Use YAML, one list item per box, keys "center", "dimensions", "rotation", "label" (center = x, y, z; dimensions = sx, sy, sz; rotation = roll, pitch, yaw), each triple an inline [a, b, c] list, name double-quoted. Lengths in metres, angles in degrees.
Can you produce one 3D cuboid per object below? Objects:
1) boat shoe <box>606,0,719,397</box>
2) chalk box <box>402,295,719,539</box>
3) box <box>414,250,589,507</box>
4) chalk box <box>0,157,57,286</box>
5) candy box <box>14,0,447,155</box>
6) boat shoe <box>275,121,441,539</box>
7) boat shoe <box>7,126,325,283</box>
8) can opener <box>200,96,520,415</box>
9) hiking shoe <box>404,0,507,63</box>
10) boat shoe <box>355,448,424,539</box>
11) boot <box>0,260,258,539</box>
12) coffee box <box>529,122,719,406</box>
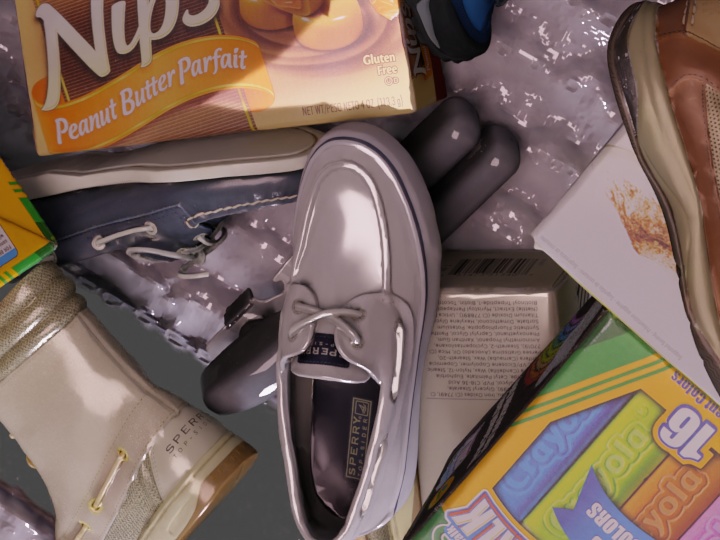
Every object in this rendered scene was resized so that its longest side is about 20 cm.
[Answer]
- center: [0.160, -0.015, 1.073]
  dimensions: [0.074, 0.076, 0.201]
  rotation: [-17, 102, 21]
  label: "boat shoe"
- center: [0.106, 0.107, 1.251]
  dimensions: [0.124, 0.125, 0.200]
  rotation: [39, 113, 0]
  label: "chalk box"
- center: [0.074, 0.094, 1.359]
  dimensions: [0.082, 0.068, 0.201]
  rotation: [1, 108, 18]
  label: "box"
- center: [-0.263, -0.007, 1.385]
  dimensions: [0.124, 0.124, 0.200]
  rotation: [55, 150, -3]
  label: "chalk box"
- center: [-0.066, -0.125, 1.335]
  dimensions: [0.199, 0.055, 0.116]
  rotation: [-5, 98, 20]
  label: "candy box"
- center: [-0.004, 0.034, 1.294]
  dimensions: [0.073, 0.065, 0.201]
  rotation: [3, 107, 22]
  label: "boat shoe"
- center: [-0.102, -0.030, 1.373]
  dimensions: [0.199, 0.075, 0.062]
  rotation: [-9, 103, 22]
  label: "boat shoe"
- center: [0.000, 0.000, 1.356]
  dimensions: [0.053, 0.067, 0.200]
  rotation: [32, 115, -28]
  label: "can opener"
- center: [0.069, -0.188, 1.265]
  dimensions: [0.086, 0.074, 0.201]
  rotation: [12, 111, 15]
  label: "hiking shoe"
- center: [0.005, 0.147, 1.390]
  dimensions: [0.063, 0.073, 0.202]
  rotation: [-2, 108, 7]
  label: "boat shoe"
- center: [-0.152, 0.091, 1.410]
  dimensions: [0.155, 0.072, 0.200]
  rotation: [44, 139, 1]
  label: "boot"
- center: [0.225, -0.043, 1.192]
  dimensions: [0.200, 0.200, 0.198]
  rotation: [41, 115, 2]
  label: "coffee box"
